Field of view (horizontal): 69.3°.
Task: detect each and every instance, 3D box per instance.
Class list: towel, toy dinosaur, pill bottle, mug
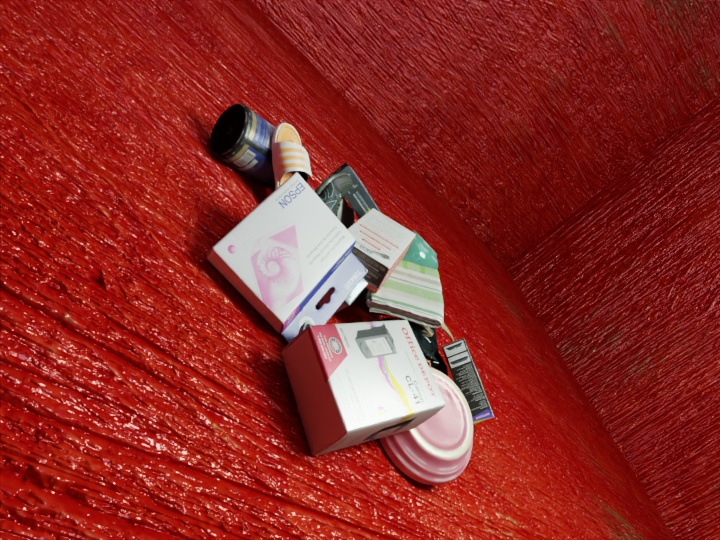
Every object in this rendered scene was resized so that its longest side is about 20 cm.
[{"bbox_3d":[0.088,0.036,1.013,0.146,0.031,0.201,17,27,-3],"label":"towel"},{"bbox_3d":[0.136,0.089,1.053,0.199,0.058,0.101,38,14,-6],"label":"toy dinosaur"},{"bbox_3d":[-0.196,-0.238,1.060,0.199,0.111,0.113,28,28,-49],"label":"pill bottle"},{"bbox_3d":[0.129,-0.034,1.359,0.152,0.114,0.185,47,4,12],"label":"mug"}]

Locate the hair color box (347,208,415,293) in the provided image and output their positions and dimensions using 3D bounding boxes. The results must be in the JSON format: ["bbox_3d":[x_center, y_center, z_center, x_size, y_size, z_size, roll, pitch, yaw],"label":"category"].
[{"bbox_3d":[0.027,-0.044,1.009,0.110,0.065,0.200,32,27,7],"label":"hair color box"}]

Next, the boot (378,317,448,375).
[{"bbox_3d":[0.096,0.133,1.093,0.199,0.076,0.169,39,18,-21],"label":"boot"}]

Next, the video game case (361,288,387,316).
[{"bbox_3d":[0.000,0.000,1.116,0.183,0.025,0.200,61,7,20],"label":"video game case"}]

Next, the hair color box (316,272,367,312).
[{"bbox_3d":[-0.089,-0.021,0.899,0.200,0.099,0.061,48,59,-7],"label":"hair color box"}]

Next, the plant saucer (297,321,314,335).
[{"bbox_3d":[-0.033,0.142,0.807,0.019,0.071,0.199,8,-17,44],"label":"plant saucer"}]

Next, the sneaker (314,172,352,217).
[{"bbox_3d":[-0.073,-0.117,1.011,0.079,0.076,0.200,42,56,8],"label":"sneaker"}]

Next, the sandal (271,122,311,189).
[{"bbox_3d":[-0.126,-0.180,1.016,0.078,0.058,0.212,-6,97,-51],"label":"sandal"}]

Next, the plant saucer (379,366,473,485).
[{"bbox_3d":[0.112,0.239,0.853,0.197,0.051,0.203,21,46,-23],"label":"plant saucer"}]

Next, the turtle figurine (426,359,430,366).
[{"bbox_3d":[0.129,0.254,0.954,0.201,0.064,0.163,51,24,-30],"label":"turtle figurine"}]

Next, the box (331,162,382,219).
[{"bbox_3d":[0.008,-0.147,1.185,0.202,0.051,0.158,55,3,-13],"label":"box"}]

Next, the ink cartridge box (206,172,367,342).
[{"bbox_3d":[-0.095,-0.016,0.795,0.200,0.043,0.197,46,56,-9],"label":"ink cartridge box"}]

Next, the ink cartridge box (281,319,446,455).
[{"bbox_3d":[0.006,0.153,0.727,0.197,0.086,0.150,0,56,-43],"label":"ink cartridge box"}]

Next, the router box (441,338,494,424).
[{"bbox_3d":[0.226,0.239,1.092,0.200,0.051,0.160,52,18,-69],"label":"router box"}]

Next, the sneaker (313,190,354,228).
[{"bbox_3d":[-0.079,-0.129,1.191,0.112,0.074,0.201,15,-18,15],"label":"sneaker"}]
